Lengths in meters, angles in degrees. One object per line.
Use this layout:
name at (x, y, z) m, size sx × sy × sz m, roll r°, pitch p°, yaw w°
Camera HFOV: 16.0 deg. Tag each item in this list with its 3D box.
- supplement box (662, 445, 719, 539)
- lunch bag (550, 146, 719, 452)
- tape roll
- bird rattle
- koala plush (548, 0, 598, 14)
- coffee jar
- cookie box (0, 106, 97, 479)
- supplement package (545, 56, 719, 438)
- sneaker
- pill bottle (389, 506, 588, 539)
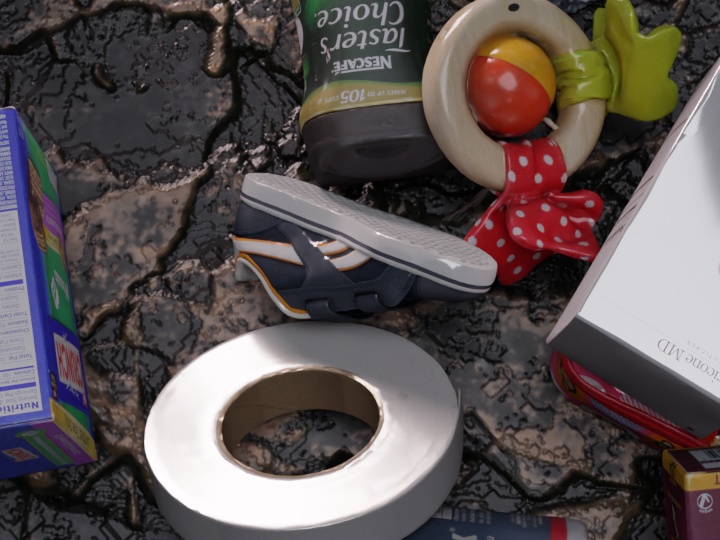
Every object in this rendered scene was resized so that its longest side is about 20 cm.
supplement box at (0.254, 0.211, 1.590) m, size 0.110 × 0.086 × 0.201 m, roll -5°, pitch 96°, yaw -2°
lunch bag at (0.236, 0.028, 1.672) m, size 0.176 × 0.082 × 0.201 m, roll 27°, pitch 79°, yaw 2°
tape roll at (-0.035, 0.107, 1.610) m, size 0.202 × 0.037 × 0.203 m, roll -5°, pitch 37°, yaw 3°
bird rattle at (0.108, -0.100, 1.672) m, size 0.163 × 0.113 × 0.200 m, roll 37°, pitch 81°, yaw -16°
koala plush at (0.133, -0.269, 1.677) m, size 0.183 × 0.200 × 0.178 m, roll -24°, pitch 78°, yaw -6°
coffee jar at (0.004, -0.157, 1.708) m, size 0.104 × 0.085 × 0.201 m, roll -7°, pitch 77°, yaw -2°
cookie box at (-0.226, 0.018, 1.621) m, size 0.075 × 0.171 × 0.201 m, roll -9°, pitch 77°, yaw 1°
supplement package at (0.221, -0.016, 1.576) m, size 0.121 × 0.120 × 0.200 m, roll 31°, pitch 79°, yaw 1°
sneaker at (0.000, 0.000, 1.652) m, size 0.200 × 0.078 × 0.080 m, roll 21°, pitch 102°, yaw 37°
pill bottle at (0.039, 0.206, 1.603) m, size 0.199 × 0.120 × 0.120 m, roll 5°, pitch 76°, yaw 1°
